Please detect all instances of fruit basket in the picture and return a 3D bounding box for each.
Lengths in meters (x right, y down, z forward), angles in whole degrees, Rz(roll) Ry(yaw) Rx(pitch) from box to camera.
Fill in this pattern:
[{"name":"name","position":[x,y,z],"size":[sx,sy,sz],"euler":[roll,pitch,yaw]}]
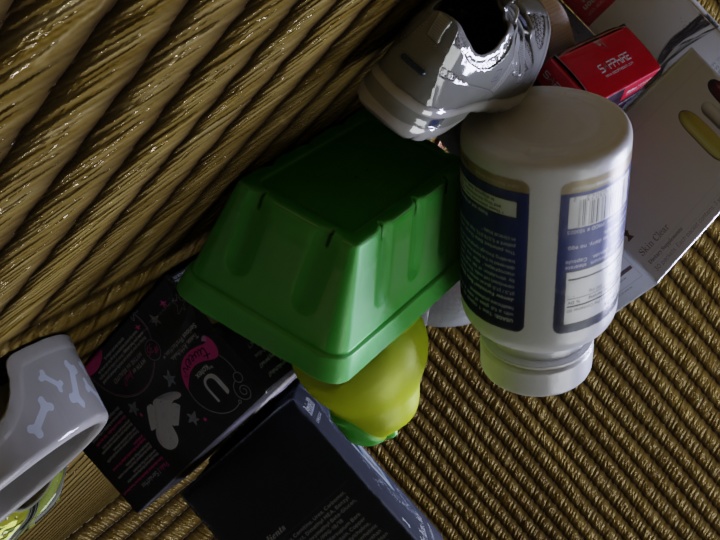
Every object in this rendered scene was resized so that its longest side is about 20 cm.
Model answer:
[{"name":"fruit basket","position":[-0.014,0.017,0.812],"size":[0.216,0.155,0.216],"euler":[-51,159,-27]}]

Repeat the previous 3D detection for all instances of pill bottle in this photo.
[{"name":"pill bottle","position":[0.123,-0.015,0.802],"size":[0.111,0.111,0.200],"euler":[-39,138,-40]}]

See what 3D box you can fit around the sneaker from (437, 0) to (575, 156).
[{"name":"sneaker","position":[0.113,-0.154,0.927],"size":[0.105,0.075,0.200],"euler":[-35,172,-12]}]

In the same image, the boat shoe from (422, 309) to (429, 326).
[{"name":"boat shoe","position":[0.000,0.000,0.943],"size":[0.075,0.093,0.200],"euler":[-51,-157,35]}]

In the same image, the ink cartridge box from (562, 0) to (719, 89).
[{"name":"ink cartridge box","position":[0.284,-0.211,1.078],"size":[0.083,0.200,0.145],"euler":[-43,176,20]}]

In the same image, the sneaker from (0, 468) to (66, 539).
[{"name":"sneaker","position":[-0.314,0.205,0.931],"size":[0.200,0.075,0.076],"euler":[-52,177,-39]}]

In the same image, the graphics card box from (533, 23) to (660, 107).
[{"name":"graphics card box","position":[0.129,-0.094,0.900],"size":[0.125,0.051,0.200],"euler":[-31,168,-50]}]

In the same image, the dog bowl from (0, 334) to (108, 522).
[{"name":"dog bowl","position":[-0.240,0.125,0.713],"size":[0.200,0.059,0.200],"euler":[-41,178,-2]}]

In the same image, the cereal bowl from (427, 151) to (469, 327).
[{"name":"cereal bowl","position":[0.078,-0.032,1.298],"size":[0.083,0.200,0.200],"euler":[-6,150,-49]}]

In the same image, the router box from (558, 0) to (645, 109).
[{"name":"router box","position":[0.231,-0.159,1.169],"size":[0.049,0.200,0.179],"euler":[-43,177,-5]}]

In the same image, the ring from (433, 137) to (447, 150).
[{"name":"ring","position":[0.075,-0.107,1.151],"size":[0.200,0.019,0.200],"euler":[-59,170,-17]}]

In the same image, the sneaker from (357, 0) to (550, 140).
[{"name":"sneaker","position":[0.079,-0.141,0.714],"size":[0.082,0.075,0.200],"euler":[-52,175,37]}]

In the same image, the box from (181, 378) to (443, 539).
[{"name":"box","position":[-0.029,0.204,0.960],"size":[0.117,0.200,0.197],"euler":[-42,-179,-1]}]

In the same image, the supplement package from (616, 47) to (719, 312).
[{"name":"supplement package","position":[0.222,-0.059,0.973],"size":[0.200,0.111,0.156],"euler":[-43,176,-28]}]

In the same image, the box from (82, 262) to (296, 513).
[{"name":"box","position":[-0.124,0.076,0.915],"size":[0.200,0.115,0.132],"euler":[-43,176,37]}]
